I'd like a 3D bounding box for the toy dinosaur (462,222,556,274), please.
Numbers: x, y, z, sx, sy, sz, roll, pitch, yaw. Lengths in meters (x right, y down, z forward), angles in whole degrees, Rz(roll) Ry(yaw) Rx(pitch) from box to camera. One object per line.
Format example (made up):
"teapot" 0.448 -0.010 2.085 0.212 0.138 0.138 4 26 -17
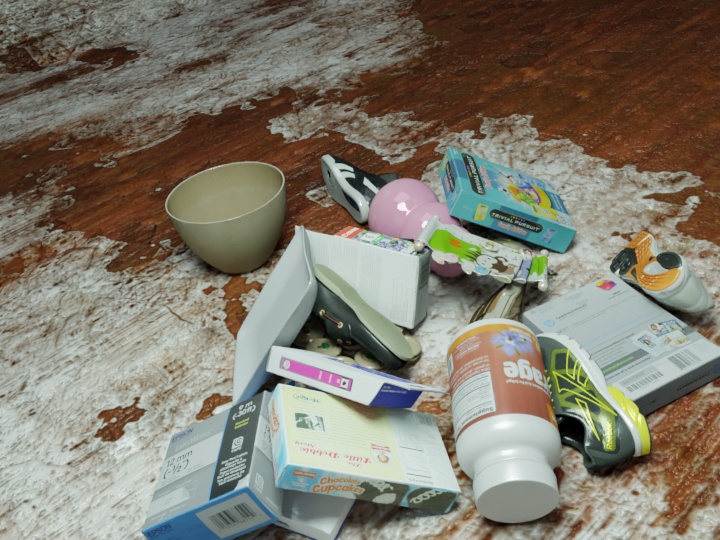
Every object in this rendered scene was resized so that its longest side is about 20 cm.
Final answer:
"toy dinosaur" 0.211 -0.043 1.142 0.087 0.048 0.200 -13 36 -22

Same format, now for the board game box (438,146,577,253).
"board game box" 0.230 -0.114 1.157 0.198 0.047 0.152 17 32 -13

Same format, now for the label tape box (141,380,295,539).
"label tape box" -0.152 0.205 0.824 0.142 0.066 0.201 -27 31 19

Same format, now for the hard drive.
"hard drive" -0.045 0.214 0.858 0.130 0.026 0.200 9 39 26

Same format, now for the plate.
"plate" -0.111 0.059 0.976 0.032 0.201 0.200 26 17 -18

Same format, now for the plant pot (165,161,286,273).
"plant pot" -0.210 -0.076 1.222 0.197 0.136 0.201 -8 34 5

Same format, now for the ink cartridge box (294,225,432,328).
"ink cartridge box" 0.000 0.000 1.040 0.198 0.110 0.050 16 27 25

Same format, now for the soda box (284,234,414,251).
"soda box" -0.016 -0.013 1.112 0.198 0.072 0.063 4 21 28

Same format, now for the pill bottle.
"pill bottle" 0.156 0.161 0.795 0.111 0.113 0.202 -6 44 6

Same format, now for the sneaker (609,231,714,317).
"sneaker" 0.411 0.014 0.997 0.076 0.092 0.200 -47 10 15

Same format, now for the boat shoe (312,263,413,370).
"boat shoe" -0.009 0.070 0.972 0.201 0.073 0.063 40 102 33

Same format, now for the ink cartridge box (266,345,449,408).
"ink cartridge box" -0.006 0.127 0.839 0.198 0.038 0.094 9 -6 35

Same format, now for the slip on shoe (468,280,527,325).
"slip on shoe" 0.186 0.073 0.975 0.061 0.076 0.200 45 39 2

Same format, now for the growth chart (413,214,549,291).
"growth chart" 0.172 -0.023 1.011 0.198 0.018 0.145 19 27 0

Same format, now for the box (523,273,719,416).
"box" 0.326 0.091 0.923 0.154 0.042 0.200 -21 37 -17

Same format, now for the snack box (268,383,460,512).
"snack box" 0.002 0.191 0.785 0.198 0.037 0.117 15 29 -20

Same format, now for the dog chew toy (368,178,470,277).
"dog chew toy" 0.101 -0.060 1.136 0.124 0.126 0.200 -29 46 -25

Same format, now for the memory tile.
"memory tile" -0.019 0.085 1.019 0.152 0.017 0.200 -14 31 -25

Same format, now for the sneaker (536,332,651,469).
"sneaker" 0.240 0.144 0.838 0.084 0.075 0.200 -22 36 -15

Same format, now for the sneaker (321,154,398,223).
"sneaker" 0.009 -0.161 1.351 0.111 0.074 0.200 -19 43 -17
